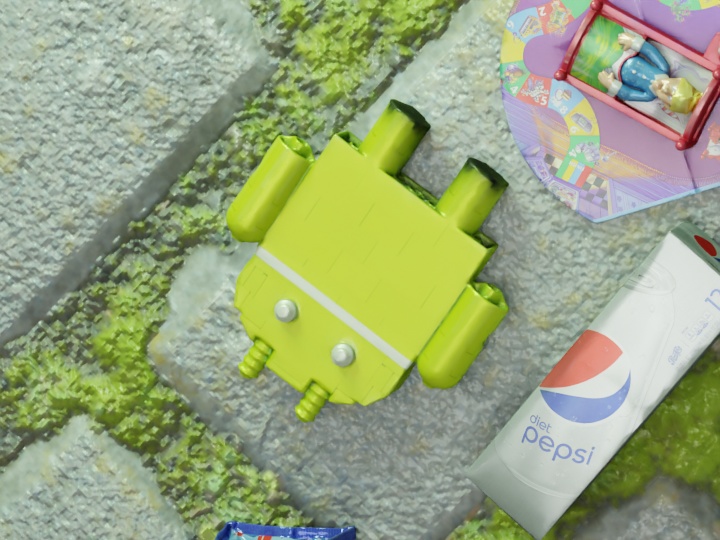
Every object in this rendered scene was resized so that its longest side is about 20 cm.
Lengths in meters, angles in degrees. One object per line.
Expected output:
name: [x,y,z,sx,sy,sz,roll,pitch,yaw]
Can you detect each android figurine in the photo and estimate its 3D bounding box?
android figurine: [0.000,0.000,1.732,0.182,0.041,0.200,39,104,7]

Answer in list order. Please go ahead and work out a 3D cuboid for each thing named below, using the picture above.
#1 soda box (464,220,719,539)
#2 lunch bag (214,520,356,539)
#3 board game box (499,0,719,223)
soda box: [0.152,0.066,1.684,0.063,0.068,0.200,41,106,7]
lunch bag: [-0.068,0.249,1.700,0.093,0.200,0.152,0,98,16]
board game box: [0.175,-0.120,1.665,0.199,0.039,0.159,-17,93,16]
